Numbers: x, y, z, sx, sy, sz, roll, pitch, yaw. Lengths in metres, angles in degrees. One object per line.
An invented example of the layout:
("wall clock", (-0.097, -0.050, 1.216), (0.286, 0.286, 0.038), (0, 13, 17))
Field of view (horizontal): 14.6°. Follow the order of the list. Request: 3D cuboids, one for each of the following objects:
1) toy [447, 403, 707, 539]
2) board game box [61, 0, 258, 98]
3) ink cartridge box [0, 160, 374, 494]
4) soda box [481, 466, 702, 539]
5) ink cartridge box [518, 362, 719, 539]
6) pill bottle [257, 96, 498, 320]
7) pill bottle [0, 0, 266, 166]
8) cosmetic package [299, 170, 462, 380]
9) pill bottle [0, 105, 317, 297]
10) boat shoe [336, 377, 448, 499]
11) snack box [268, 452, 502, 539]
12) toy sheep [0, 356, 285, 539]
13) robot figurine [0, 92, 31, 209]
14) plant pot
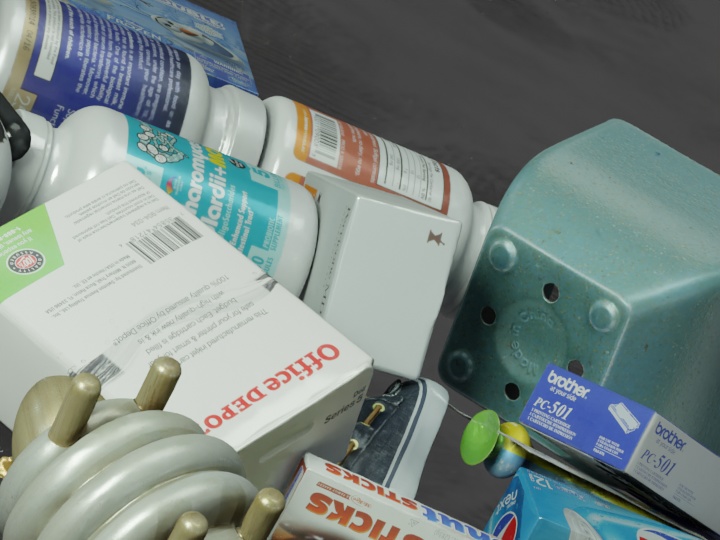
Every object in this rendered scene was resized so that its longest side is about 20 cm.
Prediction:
("toy", (0.139, 0.148, 1.753), (0.199, 0.047, 0.115), (33, -3, -31))
("board game box", (-0.180, -0.181, 2.102), (0.199, 0.044, 0.199), (22, 15, -15))
("ink cartridge box", (-0.115, 0.049, 1.540), (0.200, 0.084, 0.145), (38, 46, 24))
("soda box", (0.169, 0.191, 1.673), (0.199, 0.068, 0.064), (23, 19, -18))
("ink cartridge box", (0.192, 0.126, 1.758), (0.094, 0.044, 0.200), (25, -6, 44))
("pill bottle", (0.005, -0.035, 1.957), (0.199, 0.113, 0.112), (22, 20, -20))
("pill bottle", (-0.171, -0.106, 1.881), (0.199, 0.116, 0.116), (20, 20, -22))
("cosmetic package", (0.000, 0.000, 1.782), (0.071, 0.102, 0.200), (15, 3, -12))
("pill bottle", (-0.134, -0.033, 1.753), (0.199, 0.111, 0.111), (20, 20, -22))
("boat shoe", (-0.007, 0.097, 1.659), (0.090, 0.071, 0.200), (29, 20, -2))
("snack box", (0.043, 0.171, 1.537), (0.199, 0.072, 0.024), (25, 18, -12))
("toy sheep", (-0.104, 0.129, 1.350), (0.137, 0.138, 0.200), (5, 41, -50))
("robot figurine", (-0.286, -0.087, 1.649), (0.200, 0.150, 0.125), (44, -11, 39))
("plant pot", (0.161, 0.035, 1.871), (0.196, 0.197, 0.199), (32, 24, 27))
